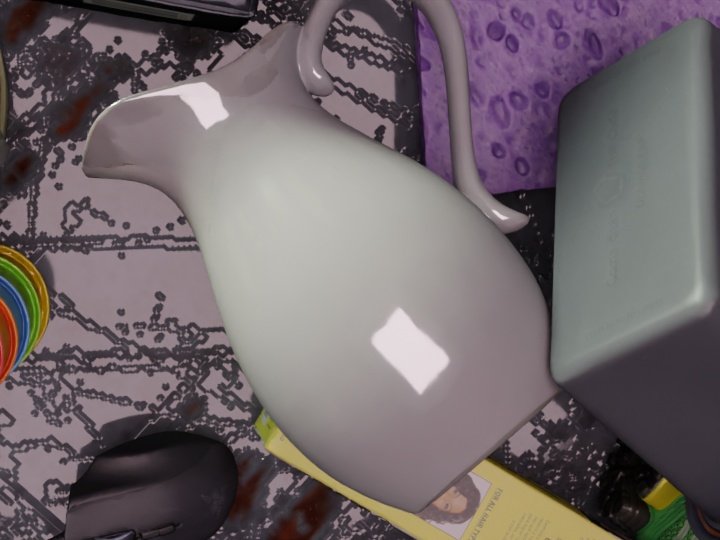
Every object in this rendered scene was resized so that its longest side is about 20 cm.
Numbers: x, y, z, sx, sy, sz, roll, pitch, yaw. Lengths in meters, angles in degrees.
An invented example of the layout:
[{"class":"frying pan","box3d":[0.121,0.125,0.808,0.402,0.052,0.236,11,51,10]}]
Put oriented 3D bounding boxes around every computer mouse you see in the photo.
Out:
[{"class":"computer mouse","box3d":[-0.135,0.127,0.820,0.199,0.034,0.059,-25,124,-29]}]

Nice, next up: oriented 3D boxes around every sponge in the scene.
[{"class":"sponge","box3d":[0.123,-0.099,0.873,0.198,0.030,0.113,-6,96,-5]}]

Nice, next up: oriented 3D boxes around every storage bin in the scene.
[{"class":"storage bin","box3d":[0.158,-0.003,0.767,0.134,0.201,0.145,34,134,-31]}]

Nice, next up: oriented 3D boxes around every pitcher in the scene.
[{"class":"pitcher","box3d":[0.009,-0.018,0.770,0.171,0.121,0.200,-38,82,-10]}]

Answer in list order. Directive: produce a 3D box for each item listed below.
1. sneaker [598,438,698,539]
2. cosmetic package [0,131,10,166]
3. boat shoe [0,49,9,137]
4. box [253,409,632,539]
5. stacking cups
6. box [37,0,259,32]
[{"class":"sneaker","box3d":[0.202,0.055,0.878,0.085,0.078,0.200,35,99,-14]},{"class":"cosmetic package","box3d":[-0.260,-0.044,0.772,0.199,0.090,0.107,-23,112,13]},{"class":"boat shoe","box3d":[-0.197,-0.117,0.813,0.071,0.076,0.202,-6,96,-6]},{"class":"box","box3d":[0.048,0.107,0.860,0.199,0.075,0.050,30,89,-6]},{"class":"stacking cups","box3d":[-0.166,0.022,0.765,0.060,0.200,0.061,0,93,-4]},{"class":"box","box3d":[-0.083,-0.209,0.782,0.106,0.148,0.202,9,93,-7]}]
